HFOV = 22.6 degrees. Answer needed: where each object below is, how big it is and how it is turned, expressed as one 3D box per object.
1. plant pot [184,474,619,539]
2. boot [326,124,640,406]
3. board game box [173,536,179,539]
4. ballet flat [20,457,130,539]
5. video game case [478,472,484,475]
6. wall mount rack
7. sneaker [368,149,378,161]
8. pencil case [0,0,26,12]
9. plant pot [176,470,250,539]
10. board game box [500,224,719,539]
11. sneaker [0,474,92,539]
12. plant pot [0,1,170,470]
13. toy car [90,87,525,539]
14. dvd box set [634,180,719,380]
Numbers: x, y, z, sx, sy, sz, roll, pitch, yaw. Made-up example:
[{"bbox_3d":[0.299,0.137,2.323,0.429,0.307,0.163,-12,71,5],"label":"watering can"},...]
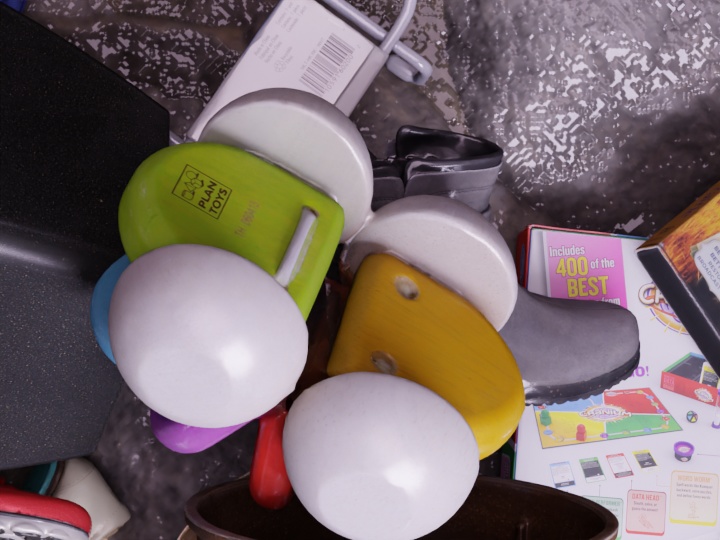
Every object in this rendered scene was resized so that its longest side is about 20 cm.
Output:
[{"bbox_3d":[0.014,0.208,0.838,0.199,0.200,0.199,2,94,-3],"label":"plant pot"},{"bbox_3d":[0.060,-0.004,0.903,0.199,0.070,0.132,-3,114,-22],"label":"boot"},{"bbox_3d":[-0.012,0.208,0.973,0.152,0.045,0.201,-30,89,-3],"label":"board game box"},{"bbox_3d":[-0.196,0.193,0.977,0.069,0.069,0.200,37,85,-1],"label":"ballet flat"},{"bbox_3d":[0.036,0.178,1.009,0.199,0.018,0.144,28,86,-2],"label":"video game case"},{"bbox_3d":[-0.065,-0.110,0.994,0.173,0.075,0.200,35,86,-4],"label":"wall mount rack"},{"bbox_3d":[0.000,0.000,0.962,0.092,0.076,0.200,-47,122,-1],"label":"sneaker"},{"bbox_3d":[-0.277,-0.181,0.977,0.200,0.087,0.078,35,64,-2],"label":"pencil case"},{"bbox_3d":[-0.011,0.193,0.938,0.199,0.027,0.201,0,87,-3],"label":"plant pot"},{"bbox_3d":[0.156,0.082,0.997,0.152,0.040,0.201,6,82,-5],"label":"board game box"},{"bbox_3d":[-0.224,0.099,0.946,0.199,0.077,0.085,14,67,22],"label":"sneaker"},{"bbox_3d":[-0.197,-0.014,0.900,0.177,0.201,0.200,13,130,-18],"label":"plant pot"},{"bbox_3d":[-0.033,0.033,0.798,0.200,0.175,0.150,35,130,-13],"label":"toy car"},{"bbox_3d":[0.263,-0.010,0.990,0.200,0.029,0.147,-37,97,-20],"label":"dvd box set"}]
